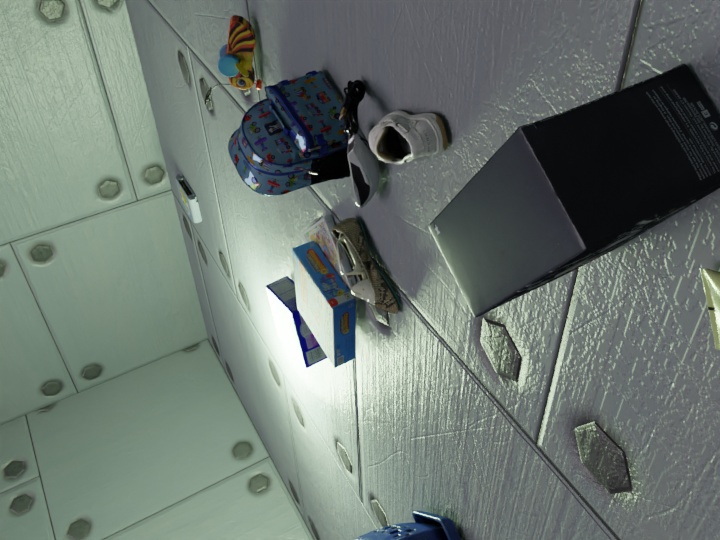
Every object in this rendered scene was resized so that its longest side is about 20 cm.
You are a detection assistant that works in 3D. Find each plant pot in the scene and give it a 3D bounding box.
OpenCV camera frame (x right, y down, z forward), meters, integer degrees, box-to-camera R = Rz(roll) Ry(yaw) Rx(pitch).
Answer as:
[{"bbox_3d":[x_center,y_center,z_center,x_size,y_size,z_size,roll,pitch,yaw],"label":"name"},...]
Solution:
[{"bbox_3d":[0.120,0.611,1.432,0.202,0.178,0.200,66,159,6],"label":"plant pot"}]

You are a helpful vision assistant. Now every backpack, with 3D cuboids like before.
[{"bbox_3d":[-0.125,-0.232,1.210,0.184,0.198,0.135,61,158,21],"label":"backpack"}]

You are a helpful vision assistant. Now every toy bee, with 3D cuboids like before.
[{"bbox_3d":[-0.257,-0.444,1.514,0.200,0.107,0.133,135,144,-55],"label":"toy bee"}]

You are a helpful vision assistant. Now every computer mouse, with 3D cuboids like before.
[{"bbox_3d":[0.004,-0.192,1.123,0.111,0.043,0.202,-84,-13,-47],"label":"computer mouse"}]

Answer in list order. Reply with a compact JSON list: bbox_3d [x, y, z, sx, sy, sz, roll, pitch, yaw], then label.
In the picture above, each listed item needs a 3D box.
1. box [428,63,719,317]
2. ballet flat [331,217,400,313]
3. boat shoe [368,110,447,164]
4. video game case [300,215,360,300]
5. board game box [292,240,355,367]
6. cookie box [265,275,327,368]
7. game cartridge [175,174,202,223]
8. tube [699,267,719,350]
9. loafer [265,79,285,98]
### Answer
[{"bbox_3d":[0.186,-0.061,0.616,0.105,0.180,0.200,64,159,10],"label":"box"},{"bbox_3d":[0.000,0.000,1.294,0.202,0.074,0.068,65,158,11],"label":"ballet flat"},{"bbox_3d":[0.047,-0.187,1.002,0.200,0.069,0.072,13,126,67],"label":"boat shoe"},{"bbox_3d":[-0.068,-0.014,1.526,0.184,0.023,0.200,69,159,0],"label":"video game case"},{"bbox_3d":[-0.079,0.074,1.530,0.197,0.055,0.202,54,155,37],"label":"board game box"},{"bbox_3d":[-0.169,0.133,1.848,0.200,0.074,0.174,36,142,57],"label":"cookie box"},{"bbox_3d":[-0.696,-0.284,2.832,0.200,0.040,0.135,50,156,42],"label":"game cartridge"},{"bbox_3d":[0.341,0.042,0.525,0.059,0.051,0.200,-68,20,-3],"label":"tube"},{"bbox_3d":[-0.157,-0.343,1.375,0.200,0.071,0.064,-179,75,-70],"label":"loafer"}]
